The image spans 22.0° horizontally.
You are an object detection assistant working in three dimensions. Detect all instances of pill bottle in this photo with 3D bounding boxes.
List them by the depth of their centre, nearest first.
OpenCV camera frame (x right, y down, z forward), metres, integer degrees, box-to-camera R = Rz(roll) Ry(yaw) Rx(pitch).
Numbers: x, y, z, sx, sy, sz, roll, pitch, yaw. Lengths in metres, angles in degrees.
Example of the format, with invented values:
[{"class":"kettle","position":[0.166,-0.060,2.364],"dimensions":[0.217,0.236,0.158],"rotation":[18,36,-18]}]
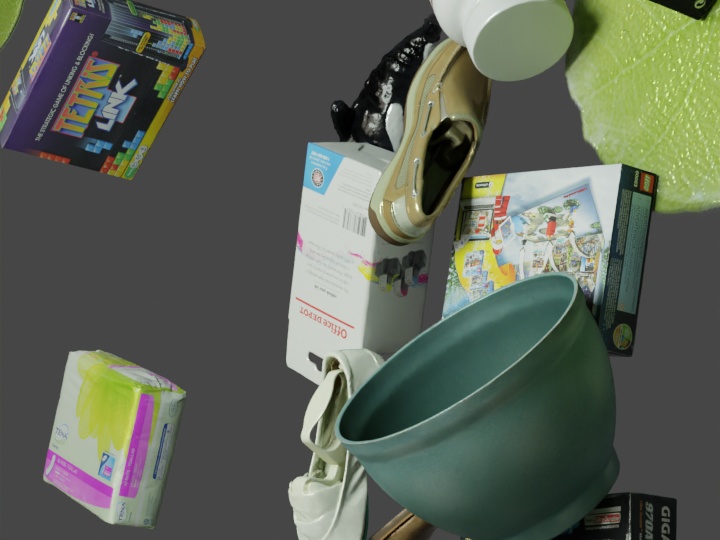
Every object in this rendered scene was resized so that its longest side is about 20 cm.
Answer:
[{"class":"pill bottle","position":[0.102,-0.252,1.499],"dimensions":[0.112,0.111,0.201],"rotation":[-52,41,35]}]

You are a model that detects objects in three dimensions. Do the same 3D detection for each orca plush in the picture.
[{"class":"orca plush","position":[0.012,-0.137,1.639],"dimensions":[0.201,0.071,0.106],"rotation":[-60,36,26]}]

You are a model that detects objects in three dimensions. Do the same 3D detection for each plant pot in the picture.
[{"class":"plant pot","position":[0.101,0.113,1.301],"dimensions":[0.199,0.135,0.200],"rotation":[-32,12,8]}]

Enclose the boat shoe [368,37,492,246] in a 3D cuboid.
[{"class":"boat shoe","position":[0.074,-0.112,1.502],"dimensions":[0.076,0.071,0.201],"rotation":[-24,42,56]}]

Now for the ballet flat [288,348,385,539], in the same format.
[{"class":"ballet flat","position":[-0.026,0.158,1.496],"dimensions":[0.069,0.069,0.202],"rotation":[-9,66,56]}]

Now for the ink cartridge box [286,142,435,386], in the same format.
[{"class":"ink cartridge box","position":[0.000,0.000,1.590],"dimensions":[0.115,0.067,0.202],"rotation":[26,113,52]}]

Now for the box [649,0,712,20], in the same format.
[{"class":"box","position":[0.221,-0.305,1.364],"dimensions":[0.142,0.078,0.201],"rotation":[-55,39,28]}]

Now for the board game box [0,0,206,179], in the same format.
[{"class":"board game box","position":[-0.287,-0.206,2.043],"dimensions":[0.201,0.164,0.057],"rotation":[-57,38,31]}]

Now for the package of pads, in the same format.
[{"class":"package of pads","position":[-0.265,0.173,1.974],"dimensions":[0.199,0.068,0.156],"rotation":[15,93,57]}]

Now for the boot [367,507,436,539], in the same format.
[{"class":"boot","position":[0.027,0.254,1.515],"dimensions":[0.076,0.073,0.200],"rotation":[47,119,18]}]

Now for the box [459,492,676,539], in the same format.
[{"class":"box","position":[0.142,0.247,1.332],"dimensions":[0.199,0.046,0.161],"rotation":[-17,65,54]}]

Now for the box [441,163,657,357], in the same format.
[{"class":"box","position":[0.140,-0.006,1.426],"dimensions":[0.199,0.037,0.138],"rotation":[-1,79,57]}]
